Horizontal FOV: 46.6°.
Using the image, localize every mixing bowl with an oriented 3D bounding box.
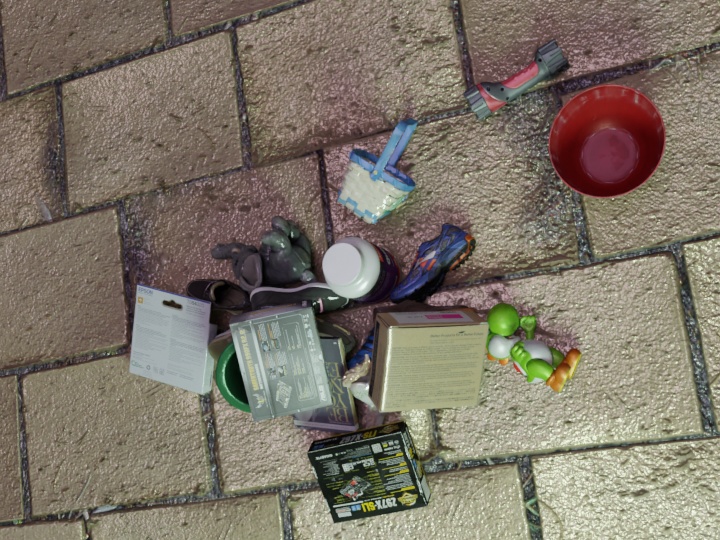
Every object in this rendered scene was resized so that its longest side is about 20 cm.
[{"bbox_3d":[0.444,-0.218,1.500,0.197,0.108,0.204,-3,81,20],"label":"mixing bowl"}]

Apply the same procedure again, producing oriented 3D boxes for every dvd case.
[{"bbox_3d":[-0.084,0.222,1.629,0.147,0.016,0.203,0,110,31],"label":"dvd case"}]

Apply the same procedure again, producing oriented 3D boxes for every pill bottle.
[{"bbox_3d":[0.000,0.000,1.587,0.111,0.200,0.115,-3,82,19],"label":"pill bottle"}]

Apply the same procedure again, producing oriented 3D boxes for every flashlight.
[{"bbox_3d":[0.295,-0.367,1.598,0.199,0.068,0.069,-33,70,15],"label":"flashlight"}]

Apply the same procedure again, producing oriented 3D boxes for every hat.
[{"bbox_3d":[-0.210,0.176,1.674,0.196,0.176,0.168,-7,106,-3],"label":"hat"}]

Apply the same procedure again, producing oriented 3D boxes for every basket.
[{"bbox_3d":[0.048,-0.200,1.617,0.138,0.176,0.202,27,107,7],"label":"basket"}]

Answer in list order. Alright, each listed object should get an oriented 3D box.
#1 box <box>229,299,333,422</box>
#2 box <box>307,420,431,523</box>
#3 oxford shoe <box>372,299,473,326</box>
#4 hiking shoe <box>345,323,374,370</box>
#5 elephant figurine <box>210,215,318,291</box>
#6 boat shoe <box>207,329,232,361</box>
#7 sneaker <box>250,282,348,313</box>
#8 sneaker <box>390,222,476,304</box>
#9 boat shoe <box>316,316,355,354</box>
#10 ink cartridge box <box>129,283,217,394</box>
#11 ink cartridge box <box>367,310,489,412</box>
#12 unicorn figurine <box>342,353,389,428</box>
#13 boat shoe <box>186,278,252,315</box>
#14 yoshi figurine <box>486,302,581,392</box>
[{"bbox_3d":[-0.145,0.169,1.559,0.156,0.048,0.203,-12,106,0],"label":"box"},{"bbox_3d":[0.016,0.383,1.582,0.197,0.049,0.162,-16,105,18],"label":"box"},{"bbox_3d":[0.119,0.081,1.574,0.197,0.072,0.074,-5,48,-18],"label":"oxford shoe"},{"bbox_3d":[0.033,0.152,1.632,0.198,0.074,0.088,-27,67,5],"label":"hiking shoe"},{"bbox_3d":[-0.201,-0.008,1.715,0.199,0.142,0.156,-33,32,21],"label":"elephant figurine"},{"bbox_3d":[-0.218,0.134,1.706,0.197,0.069,0.076,-9,115,26],"label":"boat shoe"},{"bbox_3d":[-0.119,0.082,1.628,0.196,0.071,0.100,-2,40,-1],"label":"sneaker"},{"bbox_3d":[0.131,-0.010,1.617,0.200,0.075,0.079,-42,62,2],"label":"sneaker"},{"bbox_3d":[-0.097,0.126,1.680,0.200,0.060,0.073,20,123,38],"label":"boat shoe"},{"bbox_3d":[-0.397,0.142,1.781,0.194,0.043,0.203,13,100,22],"label":"ink cartridge box"},{"bbox_3d":[0.121,0.161,1.509,0.197,0.075,0.168,0,108,-20],"label":"ink cartridge box"},{"bbox_3d":[0.039,0.244,1.595,0.137,0.074,0.200,-39,107,12],"label":"unicorn figurine"},{"bbox_3d":[-0.291,0.047,1.745,0.197,0.065,0.074,12,64,30],"label":"boat shoe"},{"bbox_3d":[0.298,0.127,1.518,0.198,0.113,0.113,26,76,24],"label":"yoshi figurine"}]
